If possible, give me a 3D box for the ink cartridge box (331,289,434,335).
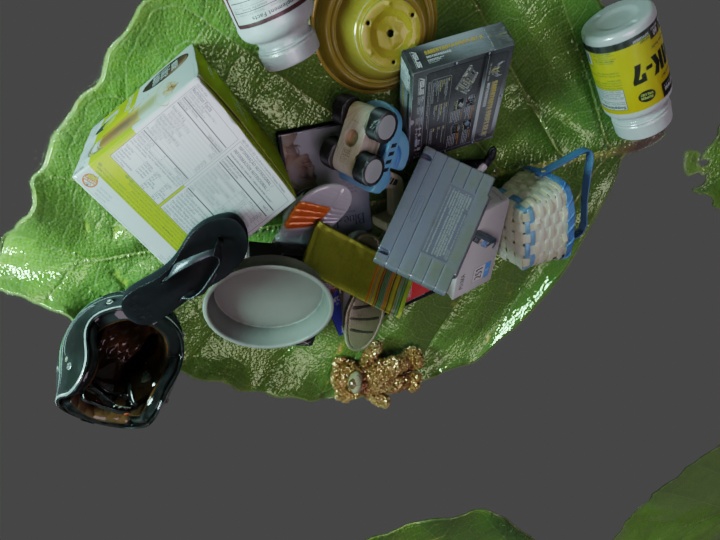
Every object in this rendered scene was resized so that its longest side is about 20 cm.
[{"bbox_3d":[0.032,0.035,1.119,0.197,0.044,0.095,-24,122,-3],"label":"ink cartridge box"}]

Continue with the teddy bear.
[{"bbox_3d":[0.040,0.209,1.211,0.197,0.067,0.147,12,112,-25],"label":"teddy bear"}]

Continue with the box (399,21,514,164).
[{"bbox_3d":[0.137,-0.262,0.925,0.156,0.049,0.201,-19,153,-7],"label":"box"}]

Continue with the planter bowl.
[{"bbox_3d":[0.032,-0.346,0.873,0.196,0.084,0.204,-8,122,-13],"label":"planter bowl"}]

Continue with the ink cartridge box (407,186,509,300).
[{"bbox_3d":[0.159,-0.028,1.046,0.174,0.045,0.202,-25,142,-20],"label":"ink cartridge box"}]

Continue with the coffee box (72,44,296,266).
[{"bbox_3d":[-0.231,-0.149,0.831,0.197,0.200,0.201,-36,123,6],"label":"coffee box"}]

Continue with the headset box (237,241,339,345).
[{"bbox_3d":[-0.128,0.037,1.013,0.146,0.076,0.201,5,138,-21],"label":"headset box"}]

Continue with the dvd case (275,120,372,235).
[{"bbox_3d":[-0.055,-0.141,1.003,0.140,0.018,0.203,-13,123,-12],"label":"dvd case"}]

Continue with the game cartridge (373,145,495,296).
[{"bbox_3d":[0.116,-0.076,0.942,0.128,0.038,0.203,26,79,0],"label":"game cartridge"}]

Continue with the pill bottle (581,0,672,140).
[{"bbox_3d":[0.444,-0.325,1.004,0.113,0.115,0.201,-33,124,3],"label":"pill bottle"}]

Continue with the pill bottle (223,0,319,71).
[{"bbox_3d":[-0.128,-0.372,0.788,0.111,0.113,0.202,-26,125,-2],"label":"pill bottle"}]

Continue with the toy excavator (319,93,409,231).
[{"bbox_3d":[0.033,-0.159,0.967,0.198,0.099,0.198,2,112,-50],"label":"toy excavator"}]

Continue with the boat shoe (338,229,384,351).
[{"bbox_3d":[-0.002,0.033,1.043,0.073,0.068,0.204,1,102,-24],"label":"boat shoe"}]

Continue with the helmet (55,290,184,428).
[{"bbox_3d":[-0.371,0.131,0.956,0.196,0.194,0.201,6,149,4],"label":"helmet"}]

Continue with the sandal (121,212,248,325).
[{"bbox_3d":[-0.218,0.007,0.781,0.199,0.043,0.076,-40,124,9],"label":"sandal"}]

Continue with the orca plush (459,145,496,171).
[{"bbox_3d":[0.140,-0.159,1.012,0.198,0.105,0.072,-32,106,-7],"label":"orca plush"}]

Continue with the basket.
[{"bbox_3d":[0.329,-0.108,1.078,0.197,0.139,0.179,-21,125,-17],"label":"basket"}]

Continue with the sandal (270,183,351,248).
[{"bbox_3d":[-0.096,-0.085,0.981,0.078,0.060,0.206,18,135,-34],"label":"sandal"}]

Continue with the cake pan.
[{"bbox_3d":[-0.139,0.048,0.931,0.196,0.037,0.202,-5,139,-4],"label":"cake pan"}]

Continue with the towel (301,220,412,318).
[{"bbox_3d":[0.000,0.000,0.973,0.198,0.018,0.088,27,71,-27],"label":"towel"}]
